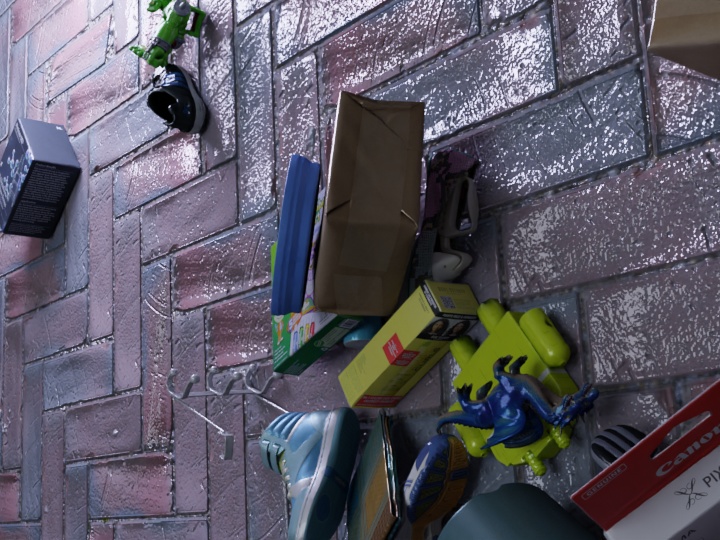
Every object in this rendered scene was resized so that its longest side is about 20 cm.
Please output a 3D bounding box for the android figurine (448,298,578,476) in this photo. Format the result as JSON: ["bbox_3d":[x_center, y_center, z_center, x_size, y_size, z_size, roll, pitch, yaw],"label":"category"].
[{"bbox_3d":[0.168,0.132,1.200,0.182,0.041,0.200,-55,45,31],"label":"android figurine"}]

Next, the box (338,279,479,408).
[{"bbox_3d":[0.058,0.093,1.317,0.200,0.075,0.050,-49,50,35],"label":"box"}]

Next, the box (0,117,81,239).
[{"bbox_3d":[-0.684,-0.191,2.270,0.200,0.107,0.149,-57,44,28],"label":"box"}]

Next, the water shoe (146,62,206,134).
[{"bbox_3d":[-0.331,-0.306,1.861,0.200,0.079,0.072,49,121,43],"label":"water shoe"}]

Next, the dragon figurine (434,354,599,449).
[{"bbox_3d":[0.152,0.155,1.131,0.200,0.059,0.100,-39,62,29],"label":"dragon figurine"}]

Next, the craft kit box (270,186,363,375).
[{"bbox_3d":[-0.063,0.014,1.459,0.200,0.048,0.198,-44,40,50],"label":"craft kit box"}]

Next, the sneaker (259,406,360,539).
[{"bbox_3d":[-0.083,0.268,1.396,0.130,0.080,0.200,-2,49,26],"label":"sneaker"}]

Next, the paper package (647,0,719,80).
[{"bbox_3d":[0.367,-0.213,0.876,0.200,0.190,0.104,6,87,51],"label":"paper package"}]

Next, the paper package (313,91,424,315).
[{"bbox_3d":[0.007,-0.076,1.277,0.200,0.103,0.191,101,174,-59],"label":"paper package"}]

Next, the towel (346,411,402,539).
[{"bbox_3d":[0.015,0.284,1.305,0.200,0.022,0.147,-96,24,-62],"label":"towel"}]

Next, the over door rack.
[{"bbox_3d":[-0.167,0.186,1.530,0.200,0.147,0.067,36,118,48],"label":"over door rack"}]

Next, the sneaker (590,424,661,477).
[{"bbox_3d":[0.299,0.231,1.017,0.200,0.074,0.088,42,149,40],"label":"sneaker"}]

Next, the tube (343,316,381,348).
[{"bbox_3d":[0.000,0.000,1.428,0.077,0.050,0.201,-19,67,47],"label":"tube"}]

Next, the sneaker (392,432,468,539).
[{"bbox_3d":[0.063,0.265,1.272,0.088,0.075,0.201,47,129,50],"label":"sneaker"}]

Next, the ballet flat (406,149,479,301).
[{"bbox_3d":[0.103,-0.044,1.295,0.071,0.069,0.201,12,94,32],"label":"ballet flat"}]

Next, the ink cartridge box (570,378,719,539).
[{"bbox_3d":[0.285,0.167,0.879,0.200,0.176,0.045,-40,49,6],"label":"ink cartridge box"}]

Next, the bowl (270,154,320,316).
[{"bbox_3d":[-0.079,-0.042,1.344,0.201,0.039,0.201,-172,90,-88],"label":"bowl"}]

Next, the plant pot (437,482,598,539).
[{"bbox_3d":[0.177,0.323,1.052,0.196,0.200,0.201,46,120,53],"label":"plant pot"}]

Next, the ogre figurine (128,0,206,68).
[{"bbox_3d":[-0.330,-0.412,1.859,0.098,0.200,0.120,33,99,3],"label":"ogre figurine"}]
